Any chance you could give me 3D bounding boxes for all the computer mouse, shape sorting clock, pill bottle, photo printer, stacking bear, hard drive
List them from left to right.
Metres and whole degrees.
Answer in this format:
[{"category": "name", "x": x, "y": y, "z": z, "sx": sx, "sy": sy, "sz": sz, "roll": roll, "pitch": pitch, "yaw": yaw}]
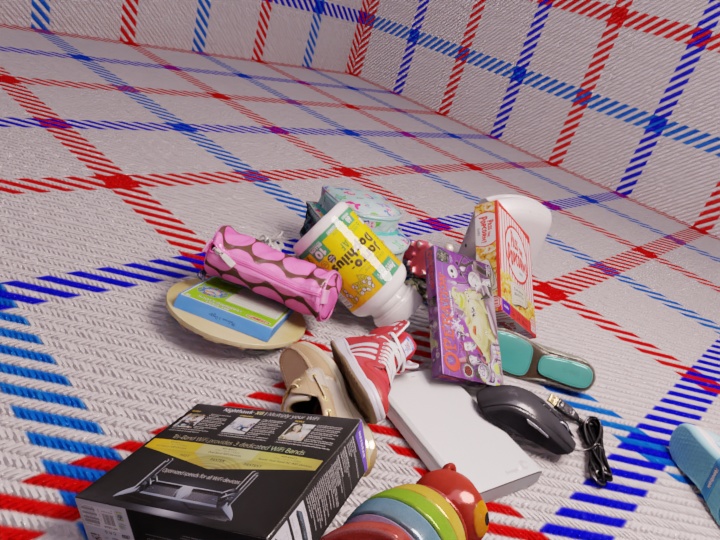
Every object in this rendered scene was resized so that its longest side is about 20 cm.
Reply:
[{"category": "shape sorting clock", "x": -0.175, "y": 0.059, "z": 0.816, "sx": 0.199, "sy": 0.039, "sz": 0.200, "roll": 18, "pitch": 13, "yaw": -4}, {"category": "pill bottle", "x": 0.000, "y": 0.000, "z": 0.898, "sx": 0.200, "sy": 0.113, "sz": 0.113, "roll": 47, "pitch": 26, "yaw": -5}, {"category": "stacking bear", "x": 0.051, "y": 0.244, "z": 0.517, "sx": 0.113, "sy": 0.122, "sz": 0.200, "roll": -10, "pitch": 0, "yaw": 34}, {"category": "hard drive", "x": 0.116, "y": 0.203, "z": 0.731, "sx": 0.131, "sy": 0.026, "sz": 0.200, "roll": -2, "pitch": 31, "yaw": -35}, {"category": "photo printer", "x": 0.284, "y": -0.055, "z": 1.146, "sx": 0.165, "sy": 0.201, "sz": 0.070, "roll": 4, "pitch": 28, "yaw": -26}, {"category": "computer mouse", "x": 0.258, "y": 0.193, "z": 0.787, "sx": 0.199, "sy": 0.046, "sz": 0.140, "roll": 30, "pitch": 24, "yaw": 6}]

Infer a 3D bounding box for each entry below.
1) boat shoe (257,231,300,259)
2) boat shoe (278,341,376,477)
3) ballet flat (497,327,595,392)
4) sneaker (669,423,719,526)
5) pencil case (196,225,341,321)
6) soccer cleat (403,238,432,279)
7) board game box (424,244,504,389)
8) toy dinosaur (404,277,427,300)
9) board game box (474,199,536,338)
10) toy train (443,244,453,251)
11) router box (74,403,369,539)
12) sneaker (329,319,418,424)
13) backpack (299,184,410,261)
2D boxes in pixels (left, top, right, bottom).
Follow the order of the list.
[{"category": "boat shoe", "x": -0.143, "y": -0.024, "z": 0.930, "sx": 0.201, "sy": 0.087, "sz": 0.075, "roll": 8, "pitch": 10, "yaw": -22}, {"category": "boat shoe", "x": -0.056, "y": 0.154, "z": 0.665, "sx": 0.069, "sy": 0.074, "sz": 0.200, "roll": 5, "pitch": 29, "yaw": -37}, {"category": "ballet flat", "x": 0.274, "y": 0.145, "z": 0.922, "sx": 0.199, "sy": 0.068, "sz": 0.064, "roll": 20, "pitch": -2, "yaw": 3}, {"category": "sneaker", "x": 0.521, "y": 0.287, "z": 0.758, "sx": 0.130, "sy": 0.080, "sz": 0.200, "roll": 12, "pitch": 27, "yaw": -9}, {"category": "pencil case", "x": -0.127, "y": 0.005, "z": 0.827, "sx": 0.199, "sy": 0.091, "sz": 0.094, "roll": 21, "pitch": -12, "yaw": 6}, {"category": "soccer cleat", "x": 0.117, "y": -0.025, "z": 1.097, "sx": 0.076, "sy": 0.067, "sz": 0.200, "roll": 14, "pitch": 6, "yaw": -24}, {"category": "board game box", "x": 0.152, "y": 0.069, "z": 0.845, "sx": 0.119, "sy": 0.032, "sz": 0.201, "roll": 14, "pitch": 59, "yaw": -27}, {"category": "toy dinosaur", "x": 0.119, "y": 0.036, "z": 1.045, "sx": 0.088, "sy": 0.048, "sz": 0.200, "roll": 24, "pitch": 22, "yaw": 28}, {"category": "board game box", "x": 0.249, "y": 0.003, "z": 0.986, "sx": 0.151, "sy": 0.046, "sz": 0.201, "roll": 32, "pitch": 53, "yaw": -47}, {"category": "toy train", "x": 0.190, "y": 0.032, "z": 0.972, "sx": 0.055, "sy": 0.151, "sz": 0.199, "roll": 21, "pitch": 17, "yaw": 41}, {"category": "router box", "x": -0.114, "y": 0.184, "z": 0.501, "sx": 0.199, "sy": 0.053, "sz": 0.157, "roll": -2, "pitch": 17, "yaw": 27}, {"category": "sneaker", "x": 0.032, "y": 0.118, "z": 0.717, "sx": 0.112, "sy": 0.072, "sz": 0.200, "roll": -15, "pitch": 15, "yaw": -10}, {"category": "backpack", "x": -0.005, "y": -0.062, "z": 1.053, "sx": 0.177, "sy": 0.151, "sz": 0.200, "roll": 5, "pitch": 33, "yaw": -26}]
